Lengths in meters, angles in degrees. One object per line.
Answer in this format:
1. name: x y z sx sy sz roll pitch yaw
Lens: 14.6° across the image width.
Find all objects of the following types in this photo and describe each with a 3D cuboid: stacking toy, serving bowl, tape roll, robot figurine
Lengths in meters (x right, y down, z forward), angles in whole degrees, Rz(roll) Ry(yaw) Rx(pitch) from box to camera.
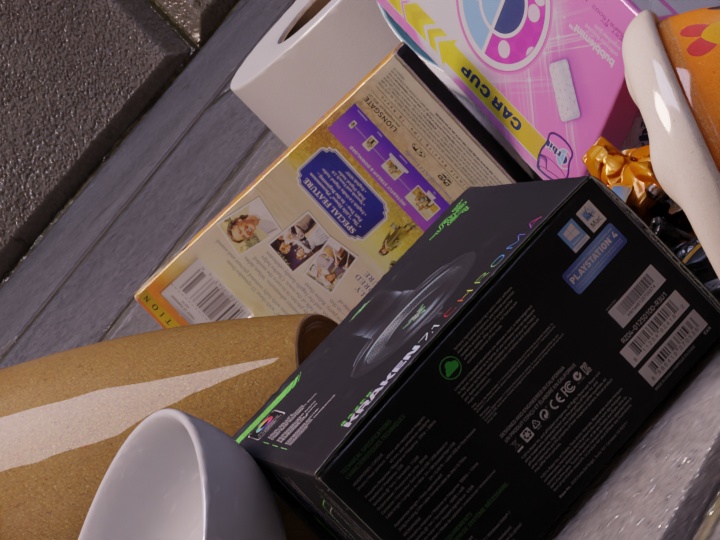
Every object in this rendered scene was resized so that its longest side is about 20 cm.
1. stacking toy: 0.208 -0.067 1.040 0.199 0.147 0.146 -27 14 10
2. serving bowl: -0.079 0.166 1.244 0.200 0.065 0.201 -49 34 49
3. tape roll: 0.027 -0.149 1.941 0.203 0.139 0.203 -44 10 10
4. robot figurine: 0.166 -0.056 1.264 0.145 0.058 0.200 -47 10 -3

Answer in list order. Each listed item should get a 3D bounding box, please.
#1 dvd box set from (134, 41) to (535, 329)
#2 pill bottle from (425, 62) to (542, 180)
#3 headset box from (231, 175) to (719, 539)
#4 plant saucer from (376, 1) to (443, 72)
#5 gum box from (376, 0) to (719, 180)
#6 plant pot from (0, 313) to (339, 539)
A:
1. dvd box set: 0.000 0.000 1.462 0.200 0.146 0.029 -43 6 21
2. pill bottle: 0.027 -0.034 1.574 0.200 0.113 0.113 -48 11 -18
3. headset box: 0.046 0.051 1.237 0.174 0.093 0.200 -47 10 -9
4. plant saucer: 0.097 -0.194 1.553 0.200 0.200 0.027 -44 -30 7
5. gum box: 0.097 -0.136 1.430 0.066 0.200 0.114 -12 -43 -37
6. plant pot: -0.086 0.104 1.399 0.199 0.187 0.187 -26 17 21
